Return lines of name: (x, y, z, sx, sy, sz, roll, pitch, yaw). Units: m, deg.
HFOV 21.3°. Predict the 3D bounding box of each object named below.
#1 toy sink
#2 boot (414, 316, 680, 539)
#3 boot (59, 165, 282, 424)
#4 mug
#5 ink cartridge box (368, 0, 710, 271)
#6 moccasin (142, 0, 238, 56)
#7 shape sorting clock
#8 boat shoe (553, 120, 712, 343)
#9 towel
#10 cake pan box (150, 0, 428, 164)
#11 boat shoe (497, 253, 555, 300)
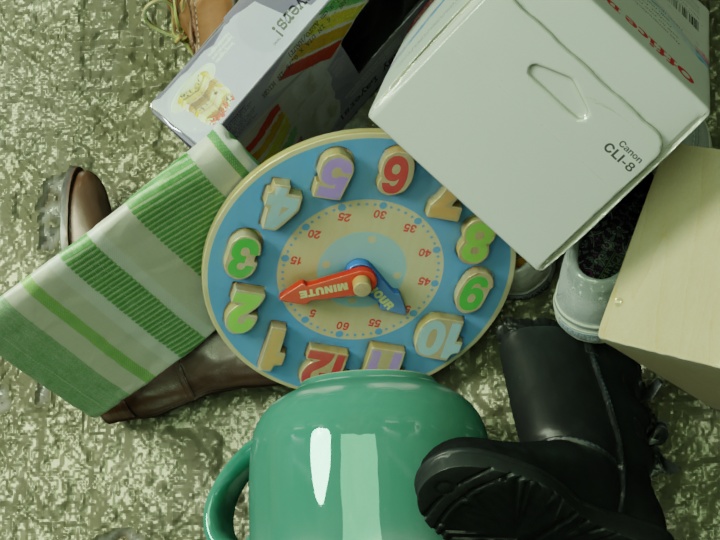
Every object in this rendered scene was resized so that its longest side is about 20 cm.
toy sink: (0.255, 0.023, 1.180, 0.112, 0.200, 0.131, 13, 80, 45)
boot: (0.109, 0.097, 1.154, 0.073, 0.198, 0.163, -44, 36, 36)
boot: (-0.094, -0.001, 1.295, 0.199, 0.064, 0.187, -13, 87, 12)
mug: (-0.009, 0.126, 1.197, 0.184, 0.152, 0.115, -1, 76, -1)
ink cartridge box: (0.113, -0.126, 1.160, 0.145, 0.200, 0.145, 41, 113, -8)
moccasin: (-0.105, -0.188, 1.340, 0.078, 0.074, 0.202, -6, 78, 20)
shape sorting clock: (0.000, 0.000, 1.203, 0.200, 0.200, 0.039, -19, 39, 7)
boat shoe: (0.179, -0.046, 1.213, 0.070, 0.072, 0.201, 21, 56, 13)
towel: (-0.130, 0.005, 1.206, 0.200, 0.153, 0.023, -37, 54, 5)
cake pan box: (-0.035, -0.142, 1.256, 0.052, 0.184, 0.200, 40, 87, 13)
boat shoe: (0.075, -0.078, 1.275, 0.071, 0.070, 0.200, -20, 74, 7)
